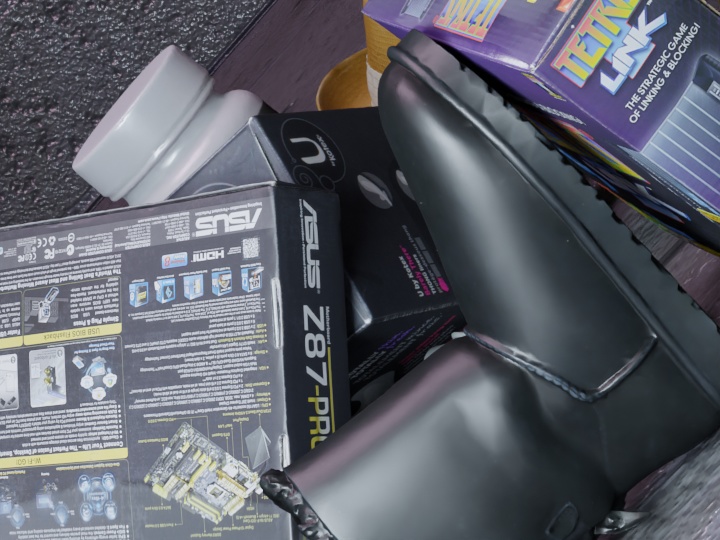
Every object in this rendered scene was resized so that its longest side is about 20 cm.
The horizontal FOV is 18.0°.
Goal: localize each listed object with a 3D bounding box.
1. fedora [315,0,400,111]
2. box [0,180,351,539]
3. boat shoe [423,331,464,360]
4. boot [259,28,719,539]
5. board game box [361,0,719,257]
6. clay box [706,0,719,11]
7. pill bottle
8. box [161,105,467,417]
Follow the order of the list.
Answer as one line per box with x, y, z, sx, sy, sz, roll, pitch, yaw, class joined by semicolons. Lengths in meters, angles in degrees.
0.067;-0.140;1.274;0.200;0.082;0.201;-11;27;6;fedora
-0.094;0.056;0.930;0.200;0.049;0.162;-9;80;36;box
0.054;0.057;0.964;0.200;0.067;0.074;-41;15;36;boat shoe
0.033;0.036;0.818;0.162;0.198;0.073;-43;9;2;boot
0.103;-0.060;0.832;0.057;0.165;0.200;-57;19;1;board game box
0.144;-0.133;1.024;0.200;0.048;0.115;-30;35;28;clay box
-0.066;-0.035;1.364;0.114;0.200;0.114;-47;12;14;pill bottle
0.000;0.000;1.021;0.122;0.106;0.200;-40;-18;32;box
